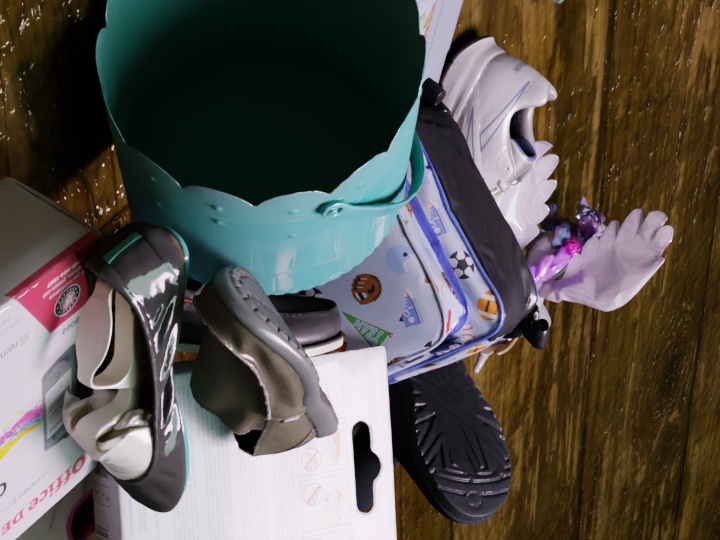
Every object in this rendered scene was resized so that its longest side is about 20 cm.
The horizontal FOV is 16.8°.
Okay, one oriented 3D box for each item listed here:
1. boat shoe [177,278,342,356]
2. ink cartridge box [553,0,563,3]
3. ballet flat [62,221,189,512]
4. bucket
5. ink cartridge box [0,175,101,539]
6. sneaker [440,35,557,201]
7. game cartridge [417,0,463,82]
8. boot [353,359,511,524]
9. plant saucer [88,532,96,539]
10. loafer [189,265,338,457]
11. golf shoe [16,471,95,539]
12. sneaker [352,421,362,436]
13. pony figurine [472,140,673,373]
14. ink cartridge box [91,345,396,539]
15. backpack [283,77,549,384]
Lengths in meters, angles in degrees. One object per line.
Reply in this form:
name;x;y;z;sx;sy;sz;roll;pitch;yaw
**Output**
boat shoe;-0.101;0.021;1.546;0.201;0.074;0.063;5;98;-24
ink cartridge box;0.179;-0.316;1.821;0.200;0.084;0.146;-42;150;-38
ballet flat;-0.141;0.064;1.423;0.068;0.068;0.200;-28;130;-42
bucket;-0.057;-0.094;1.454;0.207;0.207;0.135;-50;162;-24
ink cartridge box;-0.227;0.068;1.425;0.148;0.086;0.200;-42;149;-39
sneaker;0.086;-0.079;1.899;0.074;0.087;0.200;-24;139;-57
game cartridge;0.010;-0.165;1.711;0.200;0.042;0.133;-28;145;-52
boot;0.031;0.141;1.871;0.076;0.200;0.168;-3;145;-30
plant saucer;-0.118;0.197;1.671;0.035;0.200;0.200;-90;-173;-50
loafer;-0.065;0.066;1.457;0.070;0.075;0.200;-33;151;-4
golf shoe;-0.167;0.113;1.594;0.200;0.091;0.075;-57;155;-14
sneaker;-0.066;0.095;1.775;0.200;0.075;0.079;-13;117;-45
pony figurine;0.159;-0.006;2.085;0.193;0.166;0.200;-58;173;13
ink cartridge box;-0.075;0.135;1.569;0.200;0.047;0.160;-8;98;-30
backpack;0.000;0.000;1.665;0.190;0.200;0.154;-27;175;32
